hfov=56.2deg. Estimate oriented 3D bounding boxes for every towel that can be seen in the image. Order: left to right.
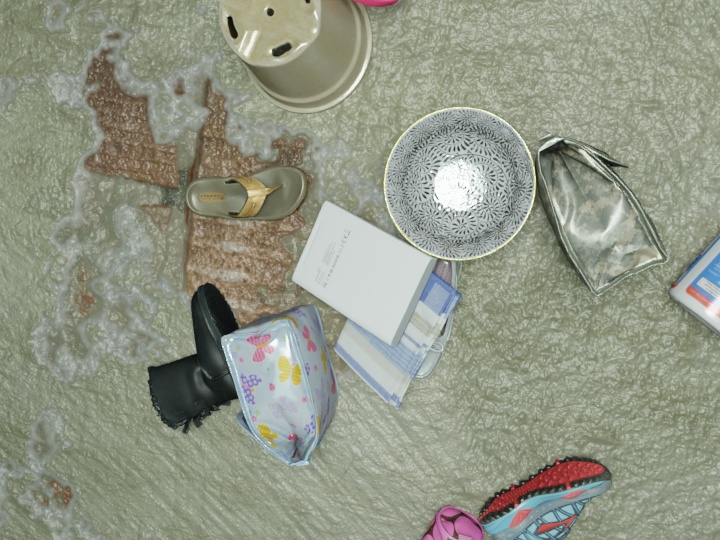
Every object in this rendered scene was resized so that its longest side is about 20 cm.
[{"bbox_3d":[0.048,0.077,0.963,0.147,0.024,0.201,39,112,33],"label":"towel"}]

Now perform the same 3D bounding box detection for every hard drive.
[{"bbox_3d":[0.000,0.000,0.960,0.199,0.027,0.133,31,102,32],"label":"hard drive"}]

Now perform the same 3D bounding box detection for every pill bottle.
[{"bbox_3d":[0.506,-0.012,0.861,0.112,0.112,0.200,39,102,5],"label":"pill bottle"}]

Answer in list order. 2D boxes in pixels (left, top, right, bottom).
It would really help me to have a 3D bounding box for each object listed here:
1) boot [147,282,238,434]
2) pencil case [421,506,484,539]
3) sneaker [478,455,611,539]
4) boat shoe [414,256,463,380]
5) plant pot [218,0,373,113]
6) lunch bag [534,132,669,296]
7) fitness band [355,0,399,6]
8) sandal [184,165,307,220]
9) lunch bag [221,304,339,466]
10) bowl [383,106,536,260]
[{"bbox_3d":[-0.259,0.139,1.044,0.162,0.073,0.199,-24,91,15],"label":"boot"},{"bbox_3d":[0.107,0.453,0.992,0.090,0.094,0.201,27,99,7],"label":"pencil case"},{"bbox_3d":[0.275,0.341,0.967,0.199,0.079,0.096,-32,99,20],"label":"sneaker"},{"bbox_3d":[0.100,0.063,0.969,0.074,0.065,0.203,18,98,8],"label":"boat shoe"},{"bbox_3d":[-0.095,-0.325,0.908,0.199,0.183,0.202,1,96,10],"label":"plant pot"},{"bbox_3d":[0.293,-0.090,0.867,0.117,0.164,0.201,-30,90,17],"label":"lunch bag"},{"bbox_3d":[0.019,-0.437,0.884,0.143,0.037,0.201,32,66,-29],"label":"fitness band"},{"bbox_3d":[-0.176,-0.113,1.009,0.198,0.054,0.081,-2,95,11],"label":"sandal"},{"bbox_3d":[-0.105,0.164,0.964,0.126,0.170,0.202,-17,93,10],"label":"lunch bag"},{"bbox_3d":[0.137,-0.118,0.929,0.199,0.094,0.203,1,96,11],"label":"bowl"}]
